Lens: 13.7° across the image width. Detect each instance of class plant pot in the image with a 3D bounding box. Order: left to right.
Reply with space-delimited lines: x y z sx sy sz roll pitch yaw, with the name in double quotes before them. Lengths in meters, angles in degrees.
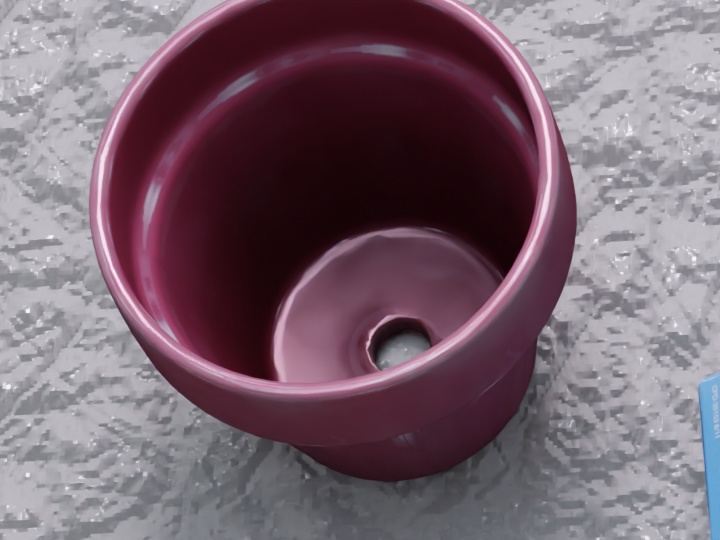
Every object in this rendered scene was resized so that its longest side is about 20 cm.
"plant pot" 0.000 0.000 1.293 0.200 0.179 0.200 -5 63 10

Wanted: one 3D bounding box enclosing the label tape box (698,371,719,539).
"label tape box" 0.235 0.086 1.210 0.200 0.066 0.143 -24 55 37
